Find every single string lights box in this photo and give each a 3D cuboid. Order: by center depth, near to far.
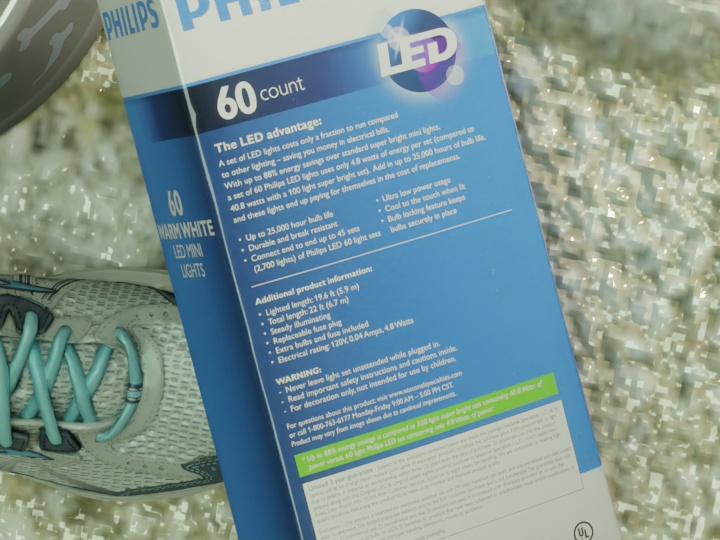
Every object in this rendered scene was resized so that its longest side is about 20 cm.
[{"bbox_3d":[0.000,0.000,0.866,0.103,0.059,0.201,-16,95,-22],"label":"string lights box"}]

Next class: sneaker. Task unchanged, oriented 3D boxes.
[{"bbox_3d":[-0.120,0.035,0.899,0.199,0.086,0.078,8,99,8],"label":"sneaker"}]

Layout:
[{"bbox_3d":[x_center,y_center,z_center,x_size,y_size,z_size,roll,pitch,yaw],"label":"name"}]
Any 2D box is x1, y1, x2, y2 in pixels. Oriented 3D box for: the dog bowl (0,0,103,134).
[{"bbox_3d":[-0.171,-0.127,0.902,0.199,0.059,0.201,1,97,9],"label":"dog bowl"}]
